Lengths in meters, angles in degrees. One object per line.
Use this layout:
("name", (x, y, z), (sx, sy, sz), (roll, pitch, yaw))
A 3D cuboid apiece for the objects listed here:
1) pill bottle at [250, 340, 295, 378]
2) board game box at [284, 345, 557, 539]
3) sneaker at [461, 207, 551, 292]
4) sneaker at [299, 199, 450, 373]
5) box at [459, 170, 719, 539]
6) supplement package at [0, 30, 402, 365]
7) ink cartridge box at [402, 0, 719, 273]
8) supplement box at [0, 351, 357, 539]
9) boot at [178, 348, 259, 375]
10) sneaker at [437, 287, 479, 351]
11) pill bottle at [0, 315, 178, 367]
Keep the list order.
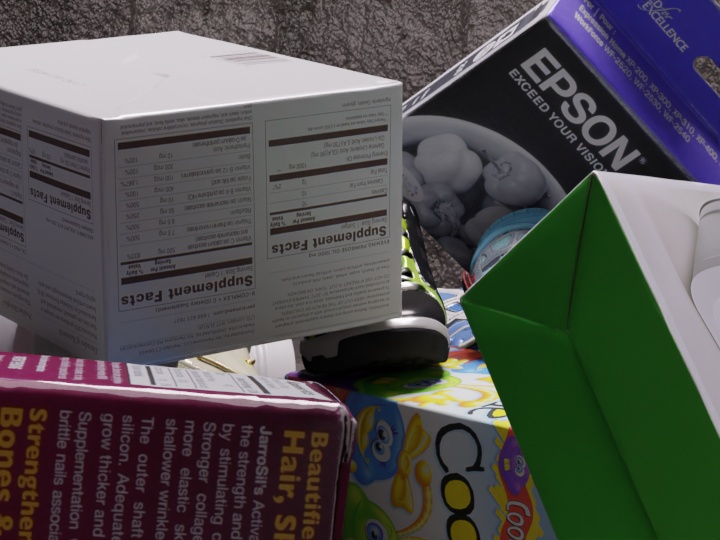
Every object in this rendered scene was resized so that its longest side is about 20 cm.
("pill bottle", (-0.150, 0.068, 1.378), (0.199, 0.116, 0.116), (5, 2, -29))
("board game box", (0.063, 0.103, 0.969), (0.103, 0.105, 0.200), (-9, 10, -36))
("sneaker", (0.145, 0.035, 1.028), (0.199, 0.080, 0.096), (12, 26, 11))
("sneaker", (0.000, 0.000, 1.041), (0.071, 0.083, 0.200), (-5, 8, -6))
("box", (0.159, 0.074, 0.821), (0.176, 0.201, 0.097), (4, -37, -39))
("supplement package", (-0.098, -0.040, 0.963), (0.155, 0.111, 0.200), (-10, 18, -34))
("ink cartridge box", (0.132, -0.047, 1.070), (0.200, 0.198, 0.043), (-35, 18, 35))
("supplement box", (-0.110, 0.091, 0.632), (0.199, 0.132, 0.103), (6, 2, -7))
("boot", (-0.075, 0.056, 1.283), (0.199, 0.072, 0.155), (19, 39, 5))
("sneaker", (0.062, 0.048, 1.223), (0.199, 0.076, 0.077), (3, -1, 35))
("pill bottle", (-0.178, 0.055, 1.122), (0.108, 0.109, 0.200), (4, -13, -31))
